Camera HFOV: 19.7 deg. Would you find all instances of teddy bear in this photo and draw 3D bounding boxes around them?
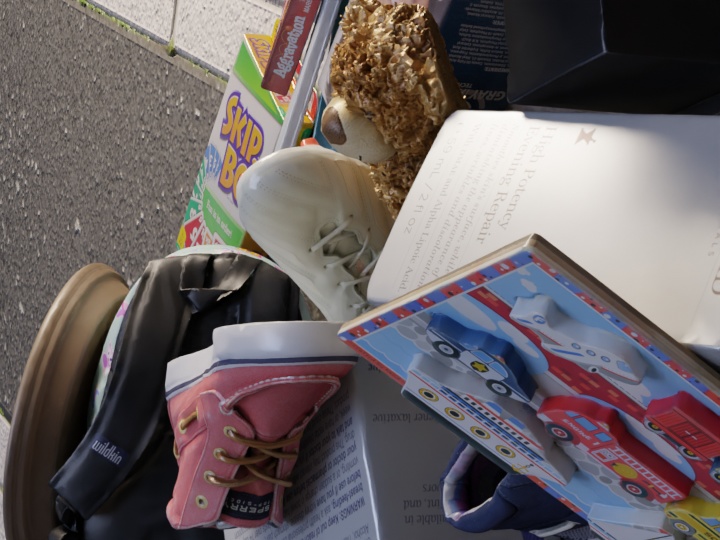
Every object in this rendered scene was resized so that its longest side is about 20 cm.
[{"bbox_3d":[0.033,-0.040,0.997,0.200,0.067,0.145,53,-159,-62],"label":"teddy bear"}]

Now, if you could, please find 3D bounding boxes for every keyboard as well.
[{"bbox_3d":[-0.028,-0.119,1.184,0.056,0.011,0.201,-155,83,-85],"label":"keyboard"}]

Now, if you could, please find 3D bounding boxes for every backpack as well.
[{"bbox_3d":[-0.098,0.083,1.256,0.127,0.166,0.201,-177,96,-81],"label":"backpack"}]

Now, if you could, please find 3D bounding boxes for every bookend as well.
[{"bbox_3d":[0.071,-0.155,0.862,0.092,0.198,0.201,-24,68,60],"label":"bookend"}]

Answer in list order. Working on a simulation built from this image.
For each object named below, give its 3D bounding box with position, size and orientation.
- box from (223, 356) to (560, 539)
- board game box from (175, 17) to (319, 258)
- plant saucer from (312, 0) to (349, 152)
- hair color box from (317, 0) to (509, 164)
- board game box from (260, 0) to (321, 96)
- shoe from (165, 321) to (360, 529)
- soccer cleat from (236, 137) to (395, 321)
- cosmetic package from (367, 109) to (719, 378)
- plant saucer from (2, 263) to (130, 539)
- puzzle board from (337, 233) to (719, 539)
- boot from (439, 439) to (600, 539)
[{"bbox_3d":[0.015,0.159,1.068,0.184,0.105,0.201,-42,51,56],"label":"box"},{"bbox_3d":[-0.076,-0.062,1.369,0.200,0.030,0.096,-66,34,34],"label":"board game box"},{"bbox_3d":[0.001,-0.123,1.217,0.070,0.019,0.201,-138,53,-58],"label":"plant saucer"},{"bbox_3d":[0.045,-0.140,1.076,0.100,0.060,0.200,-112,34,-42],"label":"hair color box"},{"bbox_3d":[-0.018,-0.199,1.186,0.200,0.019,0.103,115,169,-54],"label":"board game box"},{"bbox_3d":[-0.049,0.080,1.016,0.200,0.071,0.091,153,117,-67],"label":"shoe"},{"bbox_3d":[0.000,0.000,1.061,0.069,0.200,0.078,-27,58,10],"label":"soccer cleat"},{"bbox_3d":[0.105,-0.006,0.838,0.200,0.074,0.102,4,65,50],"label":"cosmetic package"},{"bbox_3d":[-0.174,0.095,1.304,0.200,0.029,0.201,12,-90,-79],"label":"plant saucer"},{"bbox_3d":[0.100,0.068,0.810,0.151,0.200,0.017,-28,29,58],"label":"puzzle board"},{"bbox_3d":[0.112,0.066,0.888,0.200,0.090,0.073,125,139,-49],"label":"boot"}]
